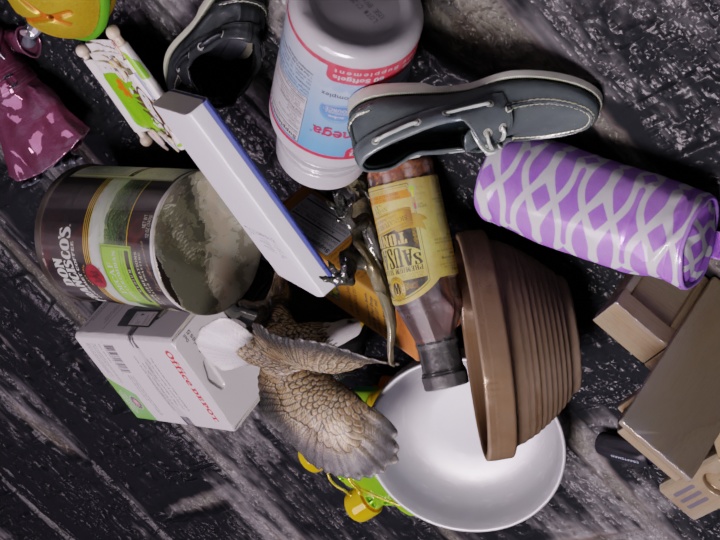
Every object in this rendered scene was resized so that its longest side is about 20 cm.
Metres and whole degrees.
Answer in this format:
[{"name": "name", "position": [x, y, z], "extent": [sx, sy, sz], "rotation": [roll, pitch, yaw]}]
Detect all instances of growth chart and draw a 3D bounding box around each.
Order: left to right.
[{"name": "growth chart", "position": [-0.217, -0.171, 1.526], "extent": [0.145, 0.018, 0.200], "rotation": [54, 166, -16]}]

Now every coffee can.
[{"name": "coffee can", "position": [-0.220, -0.035, 1.626], "extent": [0.199, 0.147, 0.147], "rotation": [5, 135, 43]}]

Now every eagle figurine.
[{"name": "eagle figurine", "position": [-0.047, 0.088, 1.500], "extent": [0.151, 0.151, 0.200], "rotation": [27, -161, -41]}]

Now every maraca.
[{"name": "maraca", "position": [-0.271, -0.291, 1.394], "extent": [0.137, 0.107, 0.201], "rotation": [33, 144, 24]}]

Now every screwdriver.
[{"name": "screwdriver", "position": [0.302, 0.182, 1.453], "extent": [0.199, 0.028, 0.029], "rotation": [16, 113, 40]}]

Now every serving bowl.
[{"name": "serving bowl", "position": [0.107, 0.158, 1.556], "extent": [0.198, 0.066, 0.202], "rotation": [5, 117, 10]}]

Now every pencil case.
[{"name": "pencil case", "position": [0.185, -0.049, 1.242], "extent": [0.199, 0.085, 0.085], "rotation": [23, -179, 29]}]

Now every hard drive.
[{"name": "hard drive", "position": [-0.103, -0.070, 1.402], "extent": [0.201, 0.025, 0.132], "rotation": [54, 169, -20]}]

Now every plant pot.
[{"name": "plant pot", "position": [0.139, 0.060, 1.374], "extent": [0.092, 0.202, 0.202], "rotation": [-8, 138, 0]}]

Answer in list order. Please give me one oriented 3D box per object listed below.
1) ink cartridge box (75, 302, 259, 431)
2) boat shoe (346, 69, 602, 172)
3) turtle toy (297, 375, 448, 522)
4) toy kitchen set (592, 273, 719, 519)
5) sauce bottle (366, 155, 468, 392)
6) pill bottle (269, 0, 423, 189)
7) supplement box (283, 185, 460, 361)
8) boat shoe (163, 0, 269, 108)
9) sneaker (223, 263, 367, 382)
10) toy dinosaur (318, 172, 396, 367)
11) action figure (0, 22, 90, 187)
[{"name": "ink cartridge box", "position": [-0.221, 0.105, 1.865], "extent": [0.199, 0.084, 0.146], "rotation": [1, 132, 47]}, {"name": "boat shoe", "position": [0.088, -0.108, 1.211], "extent": [0.197, 0.062, 0.073], "rotation": [-2, 148, 5]}, {"name": "turtle toy", "position": [0.038, 0.194, 1.681], "extent": [0.145, 0.101, 0.200], "rotation": [-35, 104, 31]}, {"name": "toy kitchen set", "position": [0.248, 0.123, 1.309], "extent": [0.200, 0.163, 0.181], "rotation": [40, 149, 0]}, {"name": "sauce bottle", "position": [0.055, 0.003, 1.373], "extent": [0.066, 0.066, 0.202], "rotation": [-16, 86, 54]}, {"name": "pill bottle", "position": [-0.018, -0.156, 1.292], "extent": [0.108, 0.109, 0.201], "rotation": [33, 149, 10]}, {"name": "supplement box", "position": [0.000, 0.000, 1.486], "extent": [0.199, 0.069, 0.067], "rotation": [35, 151, 32]}, {"name": "boat shoe", "position": [-0.127, -0.179, 1.402], "extent": [0.074, 0.067, 0.199], "rotation": [7, 153, -26]}, {"name": "sneaker", "position": [-0.084, 0.064, 1.674], "extent": [0.198, 0.076, 0.115], "rotation": [22, 139, 18]}, {"name": "toy dinosaur", "position": [-0.001, -0.019, 1.388], "extent": [0.047, 0.202, 0.088], "rotation": [-18, 162, 24]}, {"name": "action figure", "position": [-0.358, -0.197, 1.651], "extent": [0.201, 0.133, 0.149], "rotation": [61, -172, -11]}]
